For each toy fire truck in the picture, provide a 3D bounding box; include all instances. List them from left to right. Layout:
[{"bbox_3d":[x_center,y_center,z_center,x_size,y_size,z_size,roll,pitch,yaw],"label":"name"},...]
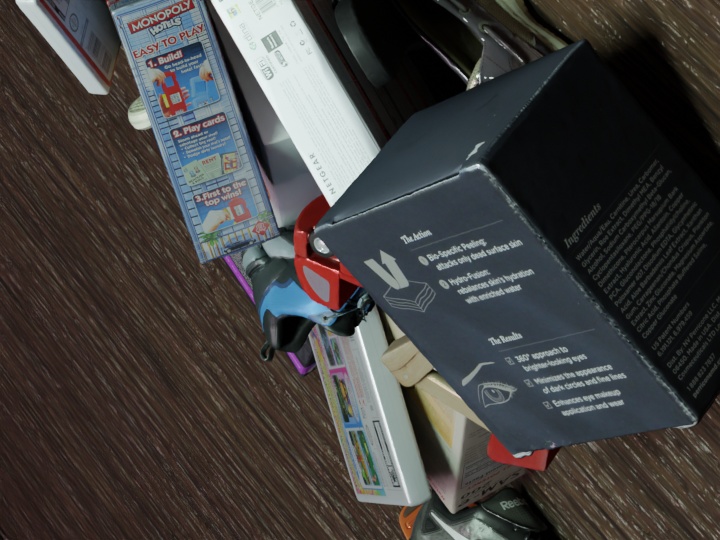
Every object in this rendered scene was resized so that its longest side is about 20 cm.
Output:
[{"bbox_3d":[0.048,0.040,1.551,0.199,0.049,0.142,21,135,22],"label":"toy fire truck"}]

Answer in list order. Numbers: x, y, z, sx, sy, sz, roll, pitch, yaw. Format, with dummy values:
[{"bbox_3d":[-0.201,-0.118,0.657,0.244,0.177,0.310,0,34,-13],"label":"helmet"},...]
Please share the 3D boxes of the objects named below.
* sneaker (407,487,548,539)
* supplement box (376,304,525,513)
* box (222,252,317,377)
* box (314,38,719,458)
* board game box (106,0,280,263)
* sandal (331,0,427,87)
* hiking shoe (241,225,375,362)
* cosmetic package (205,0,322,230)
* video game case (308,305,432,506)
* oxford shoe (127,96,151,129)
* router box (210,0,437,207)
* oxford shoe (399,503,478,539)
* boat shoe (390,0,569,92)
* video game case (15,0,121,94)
[{"bbox_3d":[0.120,0.218,1.822,0.199,0.066,0.091,18,95,33],"label":"sneaker"},{"bbox_3d":[0.069,0.070,1.730,0.126,0.073,0.201,54,159,27],"label":"supplement box"},{"bbox_3d":[-0.065,0.000,1.983,0.143,0.036,0.200,56,165,10],"label":"box"},{"bbox_3d":[0.111,-0.007,1.388,0.200,0.118,0.196,48,152,-14],"label":"box"},{"bbox_3d":[-0.125,-0.145,1.570,0.200,0.061,0.201,76,174,-51],"label":"board game box"},{"bbox_3d":[0.003,-0.157,1.486,0.075,0.045,0.200,57,-162,-10],"label":"sandal"},{"bbox_3d":[0.000,0.000,1.634,0.199,0.074,0.087,-22,73,46],"label":"hiking shoe"},{"bbox_3d":[-0.074,-0.145,1.666,0.151,0.051,0.201,77,171,-66],"label":"cosmetic package"},{"bbox_3d":[-0.003,0.079,1.783,0.182,0.024,0.201,160,93,-77],"label":"video game case"},{"bbox_3d":[-0.122,-0.130,1.807,0.058,0.075,0.200,67,-164,-6],"label":"oxford shoe"},{"bbox_3d":[-0.024,-0.148,1.552,0.201,0.049,0.179,60,-162,1],"label":"router box"},{"bbox_3d":[0.103,0.255,1.915,0.200,0.071,0.073,41,157,40],"label":"oxford shoe"},{"bbox_3d":[0.090,-0.121,1.445,0.200,0.065,0.072,52,158,19],"label":"boat shoe"},{"bbox_3d":[-0.183,-0.243,1.639,0.017,0.201,0.143,6,161,18],"label":"video game case"}]
